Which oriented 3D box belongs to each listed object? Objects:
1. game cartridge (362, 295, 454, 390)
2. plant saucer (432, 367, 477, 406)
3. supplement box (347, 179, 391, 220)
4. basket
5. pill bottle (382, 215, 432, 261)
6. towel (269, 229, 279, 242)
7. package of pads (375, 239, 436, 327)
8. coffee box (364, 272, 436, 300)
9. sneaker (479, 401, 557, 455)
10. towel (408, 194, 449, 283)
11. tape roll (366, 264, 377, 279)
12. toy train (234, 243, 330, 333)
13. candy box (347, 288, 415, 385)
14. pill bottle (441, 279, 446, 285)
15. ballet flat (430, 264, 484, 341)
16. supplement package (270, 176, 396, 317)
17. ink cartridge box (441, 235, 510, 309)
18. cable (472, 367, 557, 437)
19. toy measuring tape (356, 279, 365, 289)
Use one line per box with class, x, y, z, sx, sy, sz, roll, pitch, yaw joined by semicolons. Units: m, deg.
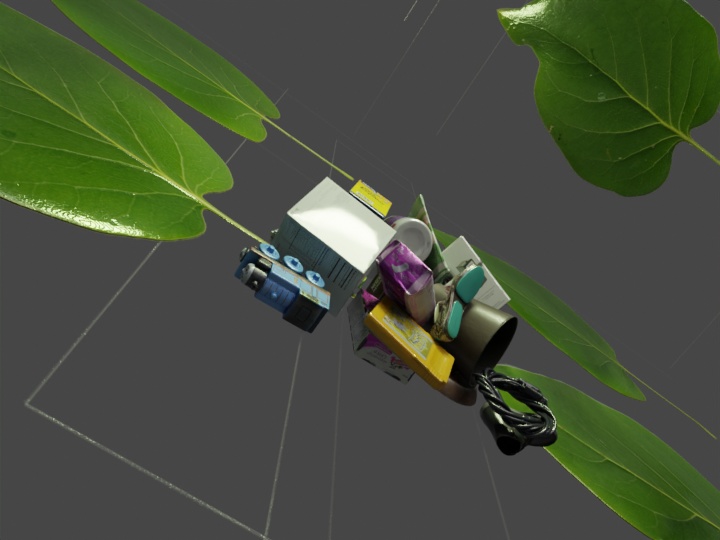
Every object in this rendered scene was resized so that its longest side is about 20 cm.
game cartridge;0.102;0.142;1.386;0.199;0.033;0.176;41;16;3
plant saucer;0.191;0.222;1.563;0.198;0.035;0.201;34;19;-13
supplement box;0.000;-0.139;1.738;0.108;0.110;0.200;35;17;-3
basket;0.224;0.130;1.567;0.198;0.182;0.136;34;-6;31
pill bottle;0.100;-0.079;1.731;0.110;0.113;0.200;31;0;-16
towel;-0.124;-0.045;1.645;0.149;0.031;0.200;43;16;10
package of pads;0.100;0.033;1.466;0.120;0.075;0.201;44;-12;23
coffee box;0.122;0.068;1.679;0.197;0.115;0.080;26;18;-32
sneaker;0.347;0.358;1.471;0.196;0.076;0.107;21;26;-18
towel;0.170;-0.070;1.739;0.153;0.023;0.205;113;-39;-74
tape roll;-0.016;-0.068;1.830;0.200;0.071;0.203;34;18;-12
toy train;-0.145;0.029;1.312;0.198;0.087;0.115;32;24;-17
candy box;0.046;0.134;1.453;0.135;0.061;0.201;32;19;-19
pill bottle;0.165;0.022;1.882;0.197;0.115;0.114;25;20;-33
ballet flat;0.201;0.067;1.504;0.074;0.202;0.068;-5;-44;46
supplement package;-0.064;-0.053;1.480;0.198;0.148;0.192;37;39;3
ink cartridge box;0.281;0.027;1.774;0.202;0.083;0.146;54;-6;8
cable;0.318;0.278;1.458;0.197;0.051;0.164;30;27;0
toy measuring tape;0.000;0.000;1.647;0.073;0.074;0.199;41;34;16
